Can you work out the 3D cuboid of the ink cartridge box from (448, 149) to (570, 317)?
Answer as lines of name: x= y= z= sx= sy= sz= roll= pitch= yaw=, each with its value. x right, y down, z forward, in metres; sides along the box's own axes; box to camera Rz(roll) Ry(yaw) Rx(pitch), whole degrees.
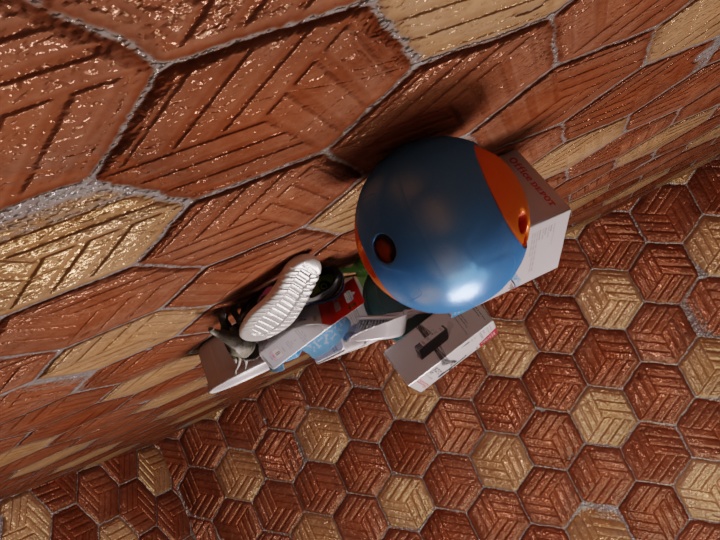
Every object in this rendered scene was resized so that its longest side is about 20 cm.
ink cartridge box: x=0.189 y=-0.058 z=1.093 sx=0.199 sy=0.147 sz=0.146 roll=-23 pitch=144 yaw=-12

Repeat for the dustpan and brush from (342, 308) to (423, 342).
dustpan and brush: x=0.064 y=0.093 z=1.336 sx=0.199 sy=0.058 sz=0.140 roll=-4 pitch=-178 yaw=-4

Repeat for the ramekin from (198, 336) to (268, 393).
ramekin: x=-0.246 y=0.175 z=1.522 sx=0.200 sy=0.098 sz=0.200 roll=-24 pitch=171 yaw=-4

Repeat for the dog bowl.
dog bowl: x=-0.111 y=0.126 z=1.359 sx=0.199 sy=0.050 sz=0.112 roll=-25 pitch=-159 yaw=33

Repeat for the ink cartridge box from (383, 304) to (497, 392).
ink cartridge box: x=0.156 y=0.138 z=1.368 sx=0.200 sy=0.084 sz=0.144 roll=-37 pitch=160 yaw=3

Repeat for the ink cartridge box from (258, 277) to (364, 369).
ink cartridge box: x=-0.096 y=0.077 z=1.297 sx=0.200 sy=0.057 sz=0.163 roll=-40 pitch=-163 yaw=4

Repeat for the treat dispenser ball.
treat dispenser ball: x=0.092 y=-0.052 z=0.818 sx=0.200 sy=0.202 sz=0.201 roll=-25 pitch=171 yaw=-4

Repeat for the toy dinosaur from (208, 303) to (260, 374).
toy dinosaur: x=-0.213 y=0.115 z=1.252 sx=0.077 sy=0.103 sz=0.200 roll=-25 pitch=172 yaw=-8

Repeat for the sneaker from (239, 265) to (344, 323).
sneaker: x=-0.120 y=0.040 z=1.237 sx=0.199 sy=0.071 sz=0.083 roll=-24 pitch=155 yaw=-14

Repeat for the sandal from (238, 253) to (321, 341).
sandal: x=-0.129 y=0.041 z=1.165 sx=0.082 sy=0.050 sz=0.203 roll=19 pitch=125 yaw=-38

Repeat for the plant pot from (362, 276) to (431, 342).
plant pot: x=0.129 y=0.023 z=1.441 sx=0.199 sy=0.201 sz=0.196 roll=-21 pitch=163 yaw=-29

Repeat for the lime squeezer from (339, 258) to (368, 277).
lime squeezer: x=0.000 y=0.000 z=1.395 sx=0.070 sy=0.038 sz=0.200 roll=-30 pitch=171 yaw=25

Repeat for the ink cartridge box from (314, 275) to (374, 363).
ink cartridge box: x=-0.037 y=0.097 z=1.499 sx=0.084 sy=0.146 sz=0.200 roll=-28 pitch=171 yaw=30
